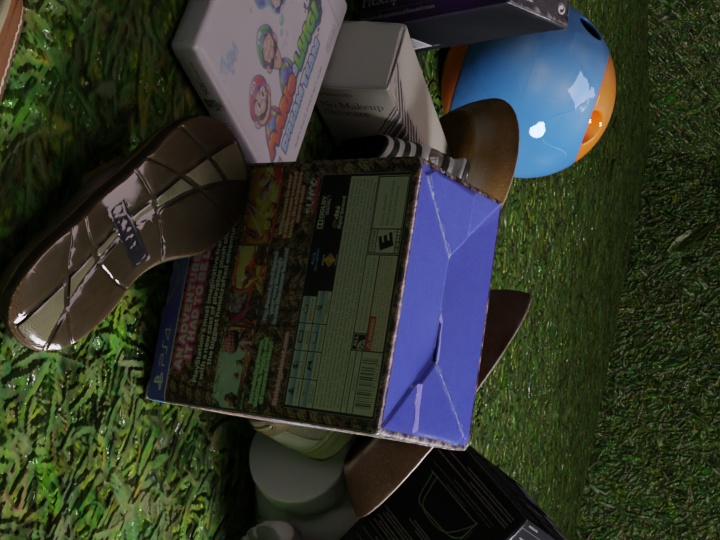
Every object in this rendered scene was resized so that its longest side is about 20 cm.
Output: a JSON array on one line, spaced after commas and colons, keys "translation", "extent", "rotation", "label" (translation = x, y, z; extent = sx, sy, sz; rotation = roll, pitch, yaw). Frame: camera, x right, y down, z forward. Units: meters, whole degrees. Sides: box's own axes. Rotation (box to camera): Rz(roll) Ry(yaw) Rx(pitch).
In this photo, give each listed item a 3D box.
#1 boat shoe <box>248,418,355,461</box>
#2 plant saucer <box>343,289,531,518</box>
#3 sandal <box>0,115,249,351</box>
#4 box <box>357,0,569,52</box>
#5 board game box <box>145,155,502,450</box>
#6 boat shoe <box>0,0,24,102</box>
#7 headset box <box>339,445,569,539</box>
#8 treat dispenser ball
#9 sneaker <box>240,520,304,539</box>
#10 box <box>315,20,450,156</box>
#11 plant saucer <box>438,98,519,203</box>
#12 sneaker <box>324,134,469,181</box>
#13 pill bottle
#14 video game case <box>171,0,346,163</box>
[{"translation": [-0.002, 0.049, 0.794], "extent": [0.201, 0.063, 0.074], "rotation": [-51, -149, 24], "label": "boat shoe"}, {"translation": [0.048, 0.086, 0.810], "extent": [0.201, 0.034, 0.200], "rotation": [-52, 178, -2], "label": "plant saucer"}, {"translation": [-0.138, -0.027, 0.653], "extent": [0.200, 0.054, 0.083], "rotation": [-47, 135, -37], "label": "sandal"}, {"translation": [0.091, -0.277, 0.981], "extent": [0.078, 0.199, 0.143], "rotation": [12, 85, -38], "label": "box"}, {"translation": [-0.025, 0.020, 0.727], "extent": [0.096, 0.198, 0.162], "rotation": [20, 76, -49], "label": "board game box"}, {"translation": [-0.195, -0.034, 0.464], "extent": [0.074, 0.075, 0.202], "rotation": [66, 43, -64], "label": "boat shoe"}, {"translation": [0.053, 0.241, 0.840], "extent": [0.200, 0.093, 0.174], "rotation": [-46, 145, 2], "label": "headset box"}, {"translation": [0.191, -0.207, 1.288], "extent": [0.200, 0.198, 0.204], "rotation": [6, 90, -70], "label": "treat dispenser ball"}, {"translation": [-0.054, 0.270, 0.901], "extent": [0.081, 0.075, 0.202], "rotation": [-15, 129, -25], "label": "sneaker"}, {"translation": [0.021, -0.134, 1.014], "extent": [0.200, 0.081, 0.069], "rotation": [57, 43, -58], "label": "box"}, {"translation": [0.083, -0.086, 1.125], "extent": [0.035, 0.199, 0.203], "rotation": [23, 68, -24], "label": "plant saucer"}, {"translation": [0.010, -0.061, 1.021], "extent": [0.201, 0.114, 0.076], "rotation": [127, -15, -54], "label": "sneaker"}, {"translation": [-0.023, 0.189, 0.940], "extent": [0.201, 0.109, 0.112], "rotation": [65, 36, -55], "label": "pill bottle"}, {"translation": [-0.066, -0.182, 0.837], "extent": [0.183, 0.023, 0.202], "rotation": [64, 38, -56], "label": "video game case"}]
